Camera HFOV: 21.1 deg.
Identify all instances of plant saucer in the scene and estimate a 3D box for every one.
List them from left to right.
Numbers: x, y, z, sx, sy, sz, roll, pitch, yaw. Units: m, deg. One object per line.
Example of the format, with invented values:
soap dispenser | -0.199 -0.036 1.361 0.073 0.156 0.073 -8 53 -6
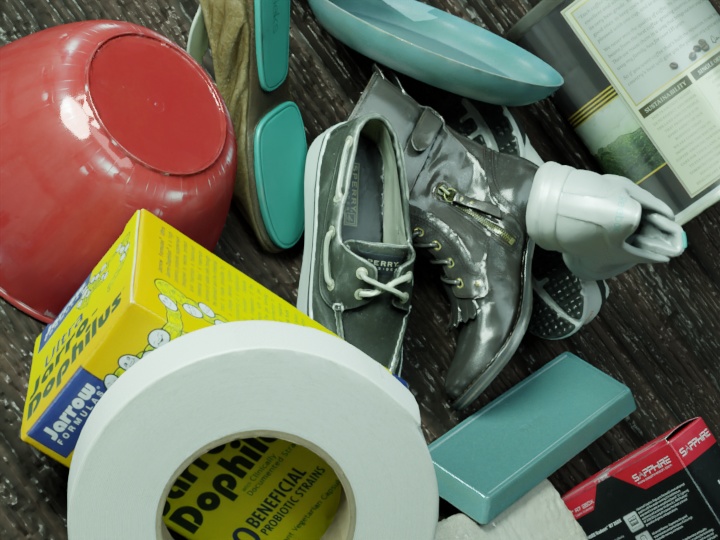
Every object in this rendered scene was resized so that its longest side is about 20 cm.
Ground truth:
plant saucer | 0.049 -0.161 1.374 0.198 0.028 0.200 20 15 -6
plant saucer | 0.112 0.107 1.305 0.070 0.019 0.199 31 37 25

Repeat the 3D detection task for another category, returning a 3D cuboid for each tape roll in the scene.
tape roll | -0.056 0.125 1.028 0.202 0.203 0.037 34 14 -19

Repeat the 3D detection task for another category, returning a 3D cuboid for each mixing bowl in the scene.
mixing bowl | -0.148 -0.074 1.153 0.199 0.108 0.202 23 49 -29

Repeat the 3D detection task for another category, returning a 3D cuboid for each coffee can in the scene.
coffee can | 0.228 -0.145 1.502 0.201 0.146 0.146 55 42 2

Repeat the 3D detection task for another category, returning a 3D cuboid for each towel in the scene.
towel | 0.127 0.232 1.249 0.132 0.034 0.201 -26 81 -48

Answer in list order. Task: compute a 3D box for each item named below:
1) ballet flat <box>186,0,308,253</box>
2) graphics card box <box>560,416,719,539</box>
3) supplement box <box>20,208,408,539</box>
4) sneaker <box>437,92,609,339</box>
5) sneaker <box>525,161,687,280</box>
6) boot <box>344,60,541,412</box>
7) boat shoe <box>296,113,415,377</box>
ballet flat | -0.078 -0.111 1.248 0.068 0.072 0.202 -39 131 -49
graphics card box | 0.226 0.211 1.282 0.051 0.125 0.201 -25 81 -47
supplement box | -0.077 0.079 1.090 0.199 0.109 0.110 33 21 -20
sneaker | 0.116 -0.044 1.406 0.080 0.073 0.202 -9 74 -59
sneaker | 0.182 -0.026 1.296 0.200 0.088 0.076 7 93 -65
boot | 0.039 -0.022 1.313 0.173 0.069 0.202 23 74 -6
boat shoe | 0.000 0.000 1.236 0.070 0.064 0.202 1 80 -28
